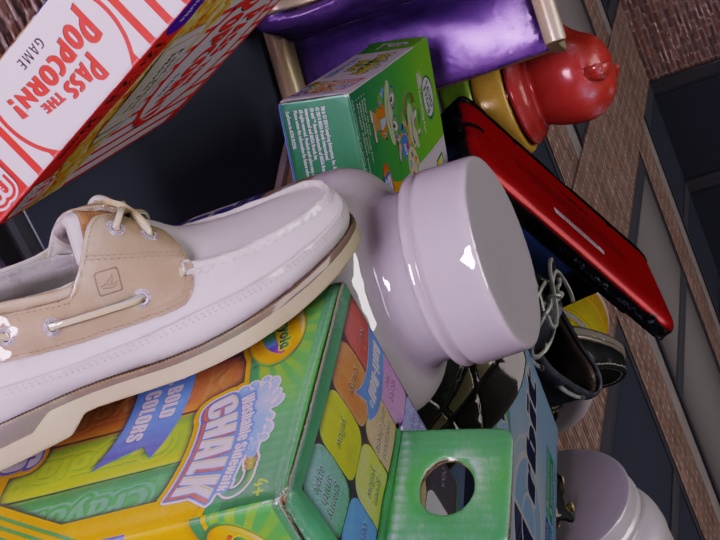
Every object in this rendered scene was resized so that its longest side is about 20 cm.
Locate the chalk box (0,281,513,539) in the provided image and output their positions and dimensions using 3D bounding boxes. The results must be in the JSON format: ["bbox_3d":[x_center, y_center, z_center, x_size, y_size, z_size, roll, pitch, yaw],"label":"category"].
[{"bbox_3d":[-0.038,0.098,0.535,0.124,0.200,0.125,60,24,-29],"label":"chalk box"}]

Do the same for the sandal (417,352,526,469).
[{"bbox_3d":[0.003,0.095,0.706,0.080,0.201,0.057,58,-19,-12],"label":"sandal"}]

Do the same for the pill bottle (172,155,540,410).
[{"bbox_3d":[-0.025,0.019,0.630,0.120,0.200,0.120,51,29,-44],"label":"pill bottle"}]

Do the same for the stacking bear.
[{"bbox_3d":[0.106,-0.135,1.076,0.121,0.200,0.114,0,74,-68],"label":"stacking bear"}]

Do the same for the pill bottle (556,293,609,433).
[{"bbox_3d":[0.167,0.062,1.207,0.104,0.104,0.200,67,22,-14],"label":"pill bottle"}]

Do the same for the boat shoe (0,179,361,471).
[{"bbox_3d":[-0.092,0.007,0.511,0.075,0.200,0.069,15,-49,63],"label":"boat shoe"}]

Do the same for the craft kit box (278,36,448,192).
[{"bbox_3d":[0.018,-0.025,0.807,0.198,0.048,0.200,-57,138,-68],"label":"craft kit box"}]

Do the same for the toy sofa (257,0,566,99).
[{"bbox_3d":[0.035,-0.163,0.927,0.098,0.200,0.083,-9,82,-75],"label":"toy sofa"}]

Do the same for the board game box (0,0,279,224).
[{"bbox_3d":[-0.095,-0.113,0.625,0.046,0.151,0.200,45,26,-4],"label":"board game box"}]

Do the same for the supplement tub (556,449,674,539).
[{"bbox_3d":[0.184,0.253,1.042,0.200,0.145,0.146,61,24,-26],"label":"supplement tub"}]

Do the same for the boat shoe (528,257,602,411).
[{"bbox_3d":[0.109,0.031,0.893,0.200,0.062,0.075,59,34,-42],"label":"boat shoe"}]

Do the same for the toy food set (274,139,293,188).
[{"bbox_3d":[0.000,0.000,0.892,0.144,0.060,0.200,55,31,-38],"label":"toy food set"}]

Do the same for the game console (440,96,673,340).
[{"bbox_3d":[0.108,-0.016,0.983,0.200,0.119,0.172,38,21,-19],"label":"game console"}]

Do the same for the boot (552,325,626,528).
[{"bbox_3d":[0.132,0.122,1.008,0.203,0.073,0.154,3,58,-32],"label":"boot"}]

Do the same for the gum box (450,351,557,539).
[{"bbox_3d":[0.081,0.125,0.819,0.200,0.044,0.170,63,27,-52],"label":"gum box"}]
